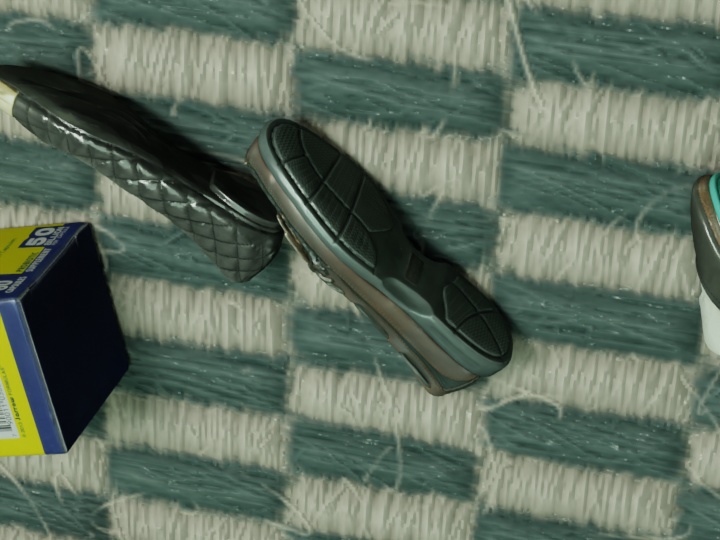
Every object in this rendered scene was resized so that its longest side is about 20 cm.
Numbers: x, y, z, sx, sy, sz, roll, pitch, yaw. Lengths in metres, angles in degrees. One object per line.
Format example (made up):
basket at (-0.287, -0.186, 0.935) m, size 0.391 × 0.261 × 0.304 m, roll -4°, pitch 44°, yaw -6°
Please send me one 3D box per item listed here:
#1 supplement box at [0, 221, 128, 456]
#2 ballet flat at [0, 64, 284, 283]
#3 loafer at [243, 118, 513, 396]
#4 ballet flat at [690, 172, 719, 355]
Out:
supplement box at (-0.265, 0.046, 1.191) m, size 0.200 × 0.109 × 0.110 m, roll -5°, pitch 115°, yaw 18°
ballet flat at (-0.137, -0.058, 1.125) m, size 0.200 × 0.066 × 0.057 m, roll 32°, pitch 116°, yaw -2°
loafer at (0.000, 0.000, 1.117) m, size 0.200 × 0.072 × 0.063 m, roll 44°, pitch 125°, yaw -10°
ballet flat at (0.234, 0.036, 1.068) m, size 0.200 × 0.068 × 0.068 m, roll 47°, pitch 128°, yaw -9°
